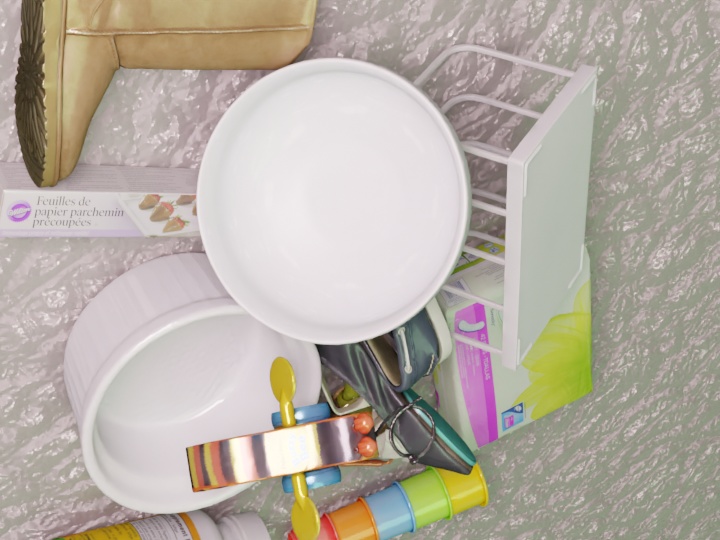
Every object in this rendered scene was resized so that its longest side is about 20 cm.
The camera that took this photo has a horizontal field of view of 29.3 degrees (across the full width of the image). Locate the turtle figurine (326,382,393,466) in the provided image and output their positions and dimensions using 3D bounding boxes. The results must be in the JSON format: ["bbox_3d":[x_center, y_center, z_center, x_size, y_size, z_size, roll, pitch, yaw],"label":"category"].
[{"bbox_3d":[-0.013,0.117,1.217,0.198,0.065,0.163,17,111,-36],"label":"turtle figurine"}]

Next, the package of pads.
[{"bbox_3d":[0.140,0.059,1.269,0.153,0.068,0.202,-24,134,-14],"label":"package of pads"}]

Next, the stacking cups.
[{"bbox_3d":[0.027,0.239,1.341,0.198,0.061,0.061,-21,133,-18],"label":"stacking cups"}]

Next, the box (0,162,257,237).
[{"bbox_3d":[-0.172,-0.050,1.005,0.197,0.042,0.039,-1,124,-33],"label":"box"}]

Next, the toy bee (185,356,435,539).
[{"bbox_3d":[-0.032,0.124,1.042,0.198,0.132,0.109,-31,179,-17],"label":"toy bee"}]

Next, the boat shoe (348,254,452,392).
[{"bbox_3d":[0.000,0.000,1.077,0.062,0.074,0.202,-37,107,-36],"label":"boat shoe"}]

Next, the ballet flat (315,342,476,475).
[{"bbox_3d":[0.014,0.108,1.150,0.073,0.073,0.201,-39,105,2],"label":"ballet flat"}]

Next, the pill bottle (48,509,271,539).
[{"bbox_3d":[-0.178,0.272,1.201,0.197,0.111,0.112,-8,128,-27],"label":"pill bottle"}]

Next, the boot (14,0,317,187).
[{"bbox_3d":[-0.130,-0.144,0.942,0.197,0.066,0.177,-8,128,-29],"label":"boot"}]

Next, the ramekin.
[{"bbox_3d":[-0.138,0.084,1.090,0.198,0.098,0.203,-17,132,-20],"label":"ramekin"}]

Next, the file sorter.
[{"bbox_3d":[0.101,-0.055,1.092,0.139,0.123,0.202,-48,147,-40],"label":"file sorter"}]

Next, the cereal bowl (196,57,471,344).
[{"bbox_3d":[-0.013,-0.051,0.990,0.201,0.199,0.083,-52,172,14],"label":"cereal bowl"}]
